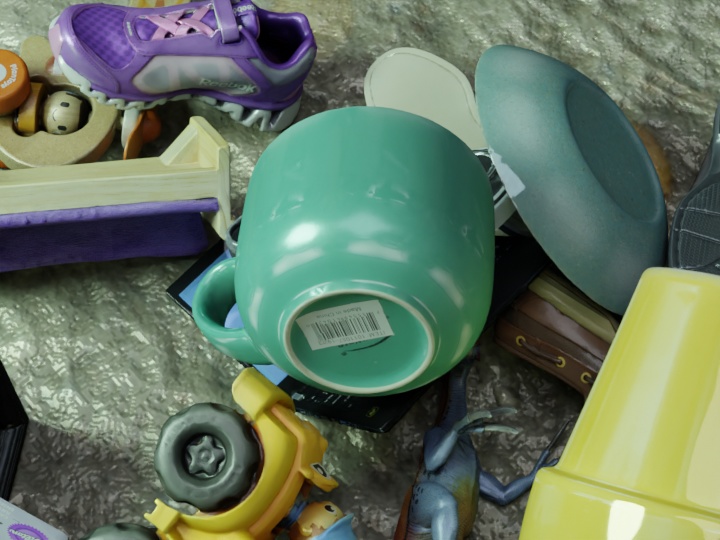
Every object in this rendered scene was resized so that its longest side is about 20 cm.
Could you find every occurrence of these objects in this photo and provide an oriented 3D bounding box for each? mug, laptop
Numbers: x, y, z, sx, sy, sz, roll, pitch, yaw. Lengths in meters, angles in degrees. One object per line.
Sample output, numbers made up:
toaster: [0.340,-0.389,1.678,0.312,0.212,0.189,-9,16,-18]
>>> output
mug: [-0.004,0.010,0.960,0.151,0.186,0.115,20,43,-15]
laptop: [0.000,0.000,1.070,0.177,0.199,0.104,-44,111,-19]

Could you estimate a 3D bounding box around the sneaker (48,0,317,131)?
sneaker: [-0.113,-0.157,1.122,0.198,0.088,0.081,6,59,-32]

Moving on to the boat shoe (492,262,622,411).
boat shoe: [0.173,0.075,1.055,0.199,0.072,0.068,38,101,11]

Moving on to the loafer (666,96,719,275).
loafer: [0.248,-0.040,1.097,0.071,0.063,0.201,18,55,9]

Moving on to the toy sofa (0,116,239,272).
toy sofa: [-0.183,-0.037,1.063,0.198,0.099,0.083,-6,19,-18]

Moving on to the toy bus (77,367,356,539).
toy bus: [-0.057,0.184,0.943,0.191,0.136,0.201,35,85,12]

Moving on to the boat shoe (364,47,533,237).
boat shoe: [0.076,-0.081,1.142,0.073,0.063,0.200,-46,59,-1]

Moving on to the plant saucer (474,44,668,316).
plant saucer: [0.150,-0.068,1.065,0.039,0.200,0.203,-31,57,29]

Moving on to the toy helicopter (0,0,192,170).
toy helicopter: [-0.180,-0.139,1.170,0.131,0.079,0.200,28,60,17]

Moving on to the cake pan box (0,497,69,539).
cake pan box: [-0.276,0.179,0.881,0.199,0.185,0.052,28,20,-1]

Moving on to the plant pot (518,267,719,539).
plant pot: [0.202,0.105,0.924,0.199,0.201,0.191,14,87,9]

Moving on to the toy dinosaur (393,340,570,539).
toy dinosaur: [0.047,0.124,1.017,0.198,0.106,0.182,-21,44,2]

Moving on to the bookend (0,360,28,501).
bookend: [-0.277,0.130,0.953,0.091,0.201,0.201,7,61,5]

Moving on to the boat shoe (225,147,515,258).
boat shoe: [0.009,-0.042,1.049,0.198,0.068,0.072,-19,43,6]
